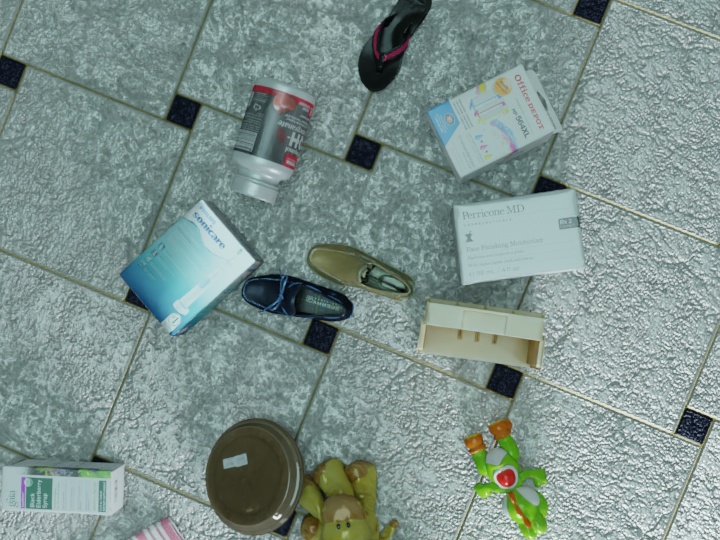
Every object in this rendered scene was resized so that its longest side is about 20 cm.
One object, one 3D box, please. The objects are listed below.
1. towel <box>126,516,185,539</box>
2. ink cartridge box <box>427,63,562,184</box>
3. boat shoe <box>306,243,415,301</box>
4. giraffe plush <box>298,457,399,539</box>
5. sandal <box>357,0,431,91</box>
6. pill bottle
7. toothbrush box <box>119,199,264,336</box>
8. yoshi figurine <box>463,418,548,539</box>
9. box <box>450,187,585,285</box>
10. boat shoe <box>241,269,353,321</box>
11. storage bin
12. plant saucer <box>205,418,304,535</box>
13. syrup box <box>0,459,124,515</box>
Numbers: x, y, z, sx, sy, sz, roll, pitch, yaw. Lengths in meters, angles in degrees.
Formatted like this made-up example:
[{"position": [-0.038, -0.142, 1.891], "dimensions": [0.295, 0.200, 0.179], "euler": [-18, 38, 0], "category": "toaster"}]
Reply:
[{"position": [-0.389, 0.549, 1.782], "dimensions": [0.200, 0.030, 0.147], "euler": [-31, 87, 4], "category": "towel"}, {"position": [0.229, -0.250, 1.685], "dimensions": [0.200, 0.125, 0.129], "euler": [-27, 88, 5], "category": "ink cartridge box"}, {"position": [0.000, 0.000, 1.727], "dimensions": [0.199, 0.076, 0.072], "euler": [16, 91, 5], "category": "boat shoe"}, {"position": [-0.030, 0.427, 1.686], "dimensions": [0.172, 0.162, 0.200], "euler": [-31, 87, 4], "category": "giraffe plush"}, {"position": [0.056, -0.408, 1.738], "dimensions": [0.075, 0.045, 0.200], "euler": [30, 92, 4], "category": "sandal"}, {"position": [-0.157, -0.222, 1.723], "dimensions": [0.110, 0.111, 0.201], "euler": [18, 92, 4], "category": "pill bottle"}, {"position": [-0.293, -0.005, 1.746], "dimensions": [0.200, 0.085, 0.146], "euler": [-43, 86, 4], "category": "toothbrush box"}, {"position": [0.260, 0.361, 1.713], "dimensions": [0.112, 0.112, 0.200], "euler": [-15, 71, -35], "category": "yoshi figurine"}, {"position": [0.253, -0.054, 1.645], "dimensions": [0.198, 0.200, 0.131], "euler": [-8, 90, 5], "category": "box"}, {"position": [-0.111, 0.042, 1.740], "dimensions": [0.199, 0.069, 0.084], "euler": [5, 90, 5], "category": "boat shoe"}, {"position": [0.198, 0.105, 1.652], "dimensions": [0.199, 0.199, 0.094], "euler": [8, 87, 5], "category": "storage bin"}, {"position": [-0.190, 0.356, 1.729], "dimensions": [0.199, 0.029, 0.201], "euler": [-6, 77, 26], "category": "plant saucer"}, {"position": [-0.526, 0.382, 1.767], "dimensions": [0.199, 0.081, 0.079], "euler": [2, 89, 3], "category": "syrup box"}]
